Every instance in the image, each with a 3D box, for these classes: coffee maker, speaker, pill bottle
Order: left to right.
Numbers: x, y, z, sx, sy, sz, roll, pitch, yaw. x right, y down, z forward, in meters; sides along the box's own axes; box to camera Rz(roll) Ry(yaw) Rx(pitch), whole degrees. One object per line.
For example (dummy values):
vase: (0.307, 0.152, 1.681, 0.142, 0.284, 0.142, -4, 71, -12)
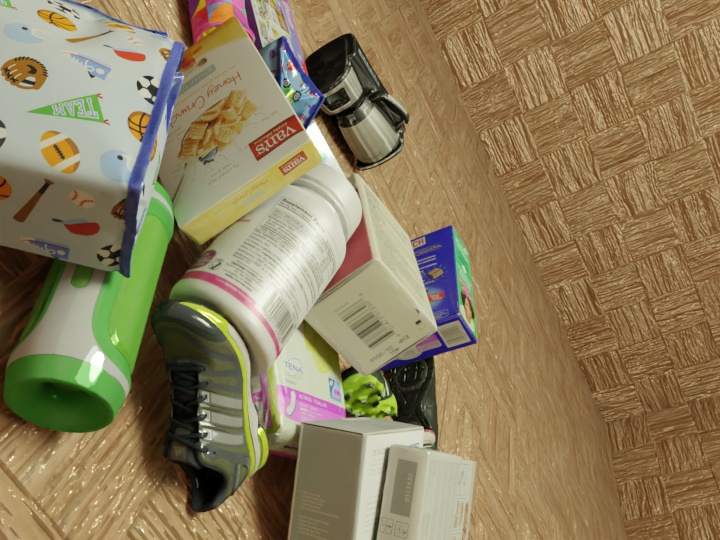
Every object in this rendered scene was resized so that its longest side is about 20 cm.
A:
speaker: (-0.201, 0.015, 0.485, 0.089, 0.087, 0.203, 47, 31, -40)
pill bottle: (-0.083, -0.010, 0.609, 0.114, 0.112, 0.201, 56, 49, -26)
coffee maker: (-0.018, -0.316, 1.149, 0.200, 0.134, 0.193, 49, 7, -41)

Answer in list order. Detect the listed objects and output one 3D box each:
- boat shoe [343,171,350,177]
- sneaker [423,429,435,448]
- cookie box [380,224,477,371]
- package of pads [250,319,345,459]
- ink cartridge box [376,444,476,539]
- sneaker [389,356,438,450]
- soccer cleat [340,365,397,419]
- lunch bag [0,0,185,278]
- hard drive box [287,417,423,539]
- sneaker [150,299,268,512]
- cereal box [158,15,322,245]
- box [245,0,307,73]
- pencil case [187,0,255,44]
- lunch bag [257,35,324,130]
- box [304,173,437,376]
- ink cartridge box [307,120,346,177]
boat shoe: (-0.011, -0.064, 0.984, 0.063, 0.072, 0.204, -23, 90, -64)
sneaker: (0.038, 0.255, 0.840, 0.198, 0.079, 0.077, 2, 83, -57)
cookie box: (0.093, 0.041, 1.010, 0.076, 0.168, 0.203, 53, 28, -37)
package of pads: (-0.083, 0.102, 0.698, 0.154, 0.067, 0.204, 37, 38, -54)
ink cartridge box: (0.072, 0.277, 0.666, 0.200, 0.049, 0.165, 39, 58, -62)
sneaker: (0.090, 0.212, 0.995, 0.091, 0.074, 0.205, 51, 39, -61)
soccer cleat: (0.003, 0.152, 0.835, 0.201, 0.066, 0.082, 61, 5, -63)
lunch bag: (-0.219, -0.115, 0.440, 0.166, 0.124, 0.204, 13, 53, -20)
hard drive box: (-0.003, 0.261, 0.644, 0.155, 0.075, 0.205, 22, 73, -60)
sneaker: (-0.132, 0.118, 0.528, 0.081, 0.072, 0.204, -55, 138, -54)
cereal box: (-0.138, -0.142, 0.607, 0.202, 0.142, 0.040, 59, 4, 31)
box: (-0.148, -0.388, 0.997, 0.136, 0.038, 0.205, 13, 59, -62)
pencil case: (-0.192, -0.379, 0.839, 0.088, 0.087, 0.205, 26, 50, -58)
lunch bag: (-0.131, -0.141, 0.685, 0.094, 0.148, 0.203, 50, 30, -35)
box: (0.000, 0.000, 0.755, 0.128, 0.108, 0.202, 47, 18, -30)
ink cartridge box: (-0.062, -0.085, 0.862, 0.119, 0.042, 0.202, -42, 112, -25)
